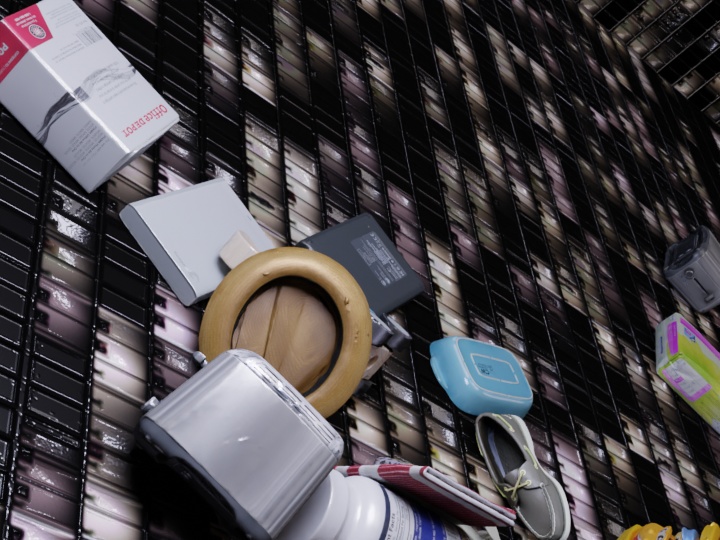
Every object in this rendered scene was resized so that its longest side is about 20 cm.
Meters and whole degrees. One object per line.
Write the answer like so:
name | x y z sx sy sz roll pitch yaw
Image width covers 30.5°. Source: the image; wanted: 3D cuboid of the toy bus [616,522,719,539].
toy bus | 0.465 0.412 1.786 0.200 0.192 0.136 51 29 4

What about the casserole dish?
casserole dish | 0.175 0.147 1.847 0.200 0.039 0.121 16 43 -46

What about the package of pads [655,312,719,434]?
package of pads | 0.625 0.192 2.420 0.200 0.068 0.155 43 28 -13

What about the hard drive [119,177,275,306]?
hard drive | -0.183 -0.038 1.557 0.132 0.026 0.200 53 27 5

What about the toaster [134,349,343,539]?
toaster | -0.107 0.170 1.252 0.200 0.114 0.129 45 72 -2

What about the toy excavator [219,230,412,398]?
toy excavator | -0.062 0.045 1.552 0.200 0.100 0.194 43 7 21

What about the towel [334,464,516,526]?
towel | 0.052 0.236 1.404 0.144 0.200 0.023 32 65 -31

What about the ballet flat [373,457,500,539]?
ballet flat | 0.102 0.278 1.544 0.200 0.072 0.072 46 28 -8

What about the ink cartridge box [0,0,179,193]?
ink cartridge box | -0.320 -0.201 1.491 0.200 0.083 0.145 47 27 -6

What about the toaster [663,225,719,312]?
toaster | 0.706 -0.003 2.737 0.129 0.114 0.200 50 25 -8

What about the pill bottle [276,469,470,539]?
pill bottle | 0.012 0.280 1.358 0.200 0.116 0.116 33 32 -29

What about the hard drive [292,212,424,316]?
hard drive | 0.000 0.000 1.772 0.140 0.033 0.200 53 28 5

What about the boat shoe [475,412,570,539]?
boat shoe | 0.206 0.268 1.710 0.060 0.072 0.202 20 34 -41

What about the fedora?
fedora | -0.084 0.075 1.452 0.201 0.201 0.082 49 -9 -2
